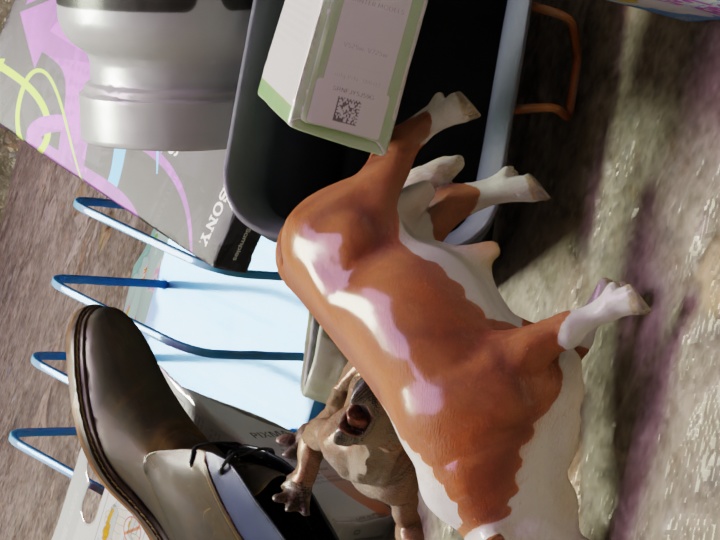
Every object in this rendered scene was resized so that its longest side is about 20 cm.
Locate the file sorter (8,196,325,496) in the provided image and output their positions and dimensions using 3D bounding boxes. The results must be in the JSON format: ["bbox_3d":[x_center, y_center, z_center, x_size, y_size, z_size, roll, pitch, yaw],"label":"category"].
[{"bbox_3d":[-0.098,0.027,1.484,0.138,0.122,0.201,23,102,36],"label":"file sorter"}]

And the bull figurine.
[{"bbox_3d":[0.046,0.027,1.043,0.121,0.200,0.065,-41,-25,4],"label":"bull figurine"}]

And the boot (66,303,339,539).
[{"bbox_3d":[-0.072,0.094,1.297,0.097,0.075,0.201,-30,80,33],"label":"boot"}]

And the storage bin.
[{"bbox_3d":[0.031,-0.085,1.220,0.134,0.144,0.202,61,-143,-70],"label":"storage bin"}]

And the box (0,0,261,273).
[{"bbox_3d":[-0.108,-0.107,1.401,0.199,0.036,0.144,32,103,30],"label":"box"}]

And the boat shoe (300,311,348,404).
[{"bbox_3d":[0.000,0.000,1.363,0.201,0.062,0.072,-94,23,-54],"label":"boat shoe"}]

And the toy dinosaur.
[{"bbox_3d":[0.023,0.054,1.192,0.200,0.085,0.136,-85,18,-62],"label":"toy dinosaur"}]

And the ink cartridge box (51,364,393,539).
[{"bbox_3d":[-0.079,0.146,1.383,0.200,0.050,0.163,40,119,42],"label":"ink cartridge box"}]

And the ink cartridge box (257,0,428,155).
[{"bbox_3d":[0.008,-0.155,1.066,0.146,0.048,0.202,-127,53,-80],"label":"ink cartridge box"}]

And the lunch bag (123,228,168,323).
[{"bbox_3d":[-0.111,0.017,1.750,0.200,0.077,0.162,129,151,-60],"label":"lunch bag"}]

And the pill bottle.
[{"bbox_3d":[-0.086,-0.161,1.233,0.116,0.115,0.202,-139,48,-74],"label":"pill bottle"}]

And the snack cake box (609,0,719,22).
[{"bbox_3d":[0.111,-0.137,0.957,0.200,0.114,0.068,-164,88,-77],"label":"snack cake box"}]
